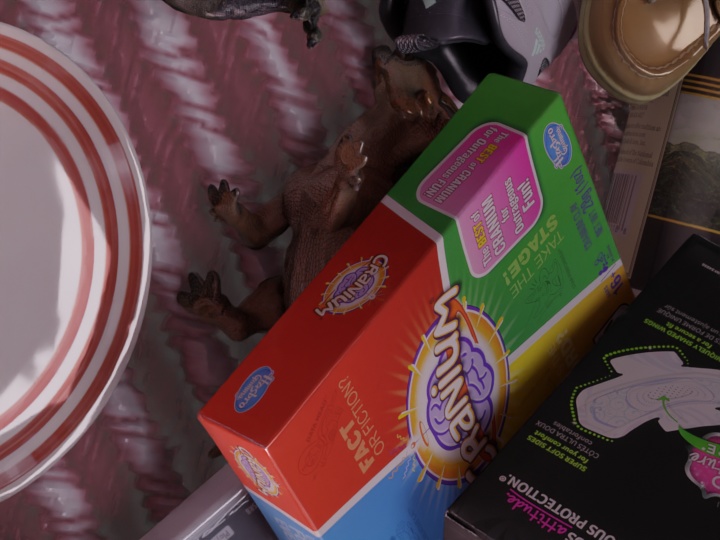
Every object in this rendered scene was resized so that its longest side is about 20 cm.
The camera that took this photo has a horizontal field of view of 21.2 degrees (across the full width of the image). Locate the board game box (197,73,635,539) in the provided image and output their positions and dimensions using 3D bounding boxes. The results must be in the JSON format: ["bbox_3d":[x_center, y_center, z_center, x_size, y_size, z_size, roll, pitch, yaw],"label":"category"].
[{"bbox_3d":[0.034,0.041,0.819,0.200,0.040,0.153,-50,137,-22],"label":"board game box"}]

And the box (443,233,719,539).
[{"bbox_3d":[0.138,0.115,0.853,0.200,0.124,0.149,-43,151,-33],"label":"box"}]

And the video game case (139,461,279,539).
[{"bbox_3d":[-0.064,0.191,0.857,0.200,0.023,0.182,-41,127,-8],"label":"video game case"}]

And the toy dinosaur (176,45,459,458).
[{"bbox_3d":[0.000,0.000,0.864,0.135,0.085,0.202,5,103,-49],"label":"toy dinosaur"}]

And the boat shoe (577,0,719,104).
[{"bbox_3d":[0.169,-0.166,0.875,0.073,0.063,0.201,34,81,-15],"label":"boat shoe"}]

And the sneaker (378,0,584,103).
[{"bbox_3d":[0.042,-0.152,0.843,0.140,0.077,0.201,-57,132,-34],"label":"sneaker"}]

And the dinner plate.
[{"bbox_3d":[-0.168,0.001,0.748,0.199,0.024,0.202,-13,109,-40],"label":"dinner plate"}]

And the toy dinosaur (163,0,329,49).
[{"bbox_3d":[-0.063,-0.119,0.766,0.199,0.088,0.048,3,99,-42],"label":"toy dinosaur"}]

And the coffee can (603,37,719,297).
[{"bbox_3d":[0.207,-0.067,0.985,0.146,0.146,0.202,12,93,-43],"label":"coffee can"}]
